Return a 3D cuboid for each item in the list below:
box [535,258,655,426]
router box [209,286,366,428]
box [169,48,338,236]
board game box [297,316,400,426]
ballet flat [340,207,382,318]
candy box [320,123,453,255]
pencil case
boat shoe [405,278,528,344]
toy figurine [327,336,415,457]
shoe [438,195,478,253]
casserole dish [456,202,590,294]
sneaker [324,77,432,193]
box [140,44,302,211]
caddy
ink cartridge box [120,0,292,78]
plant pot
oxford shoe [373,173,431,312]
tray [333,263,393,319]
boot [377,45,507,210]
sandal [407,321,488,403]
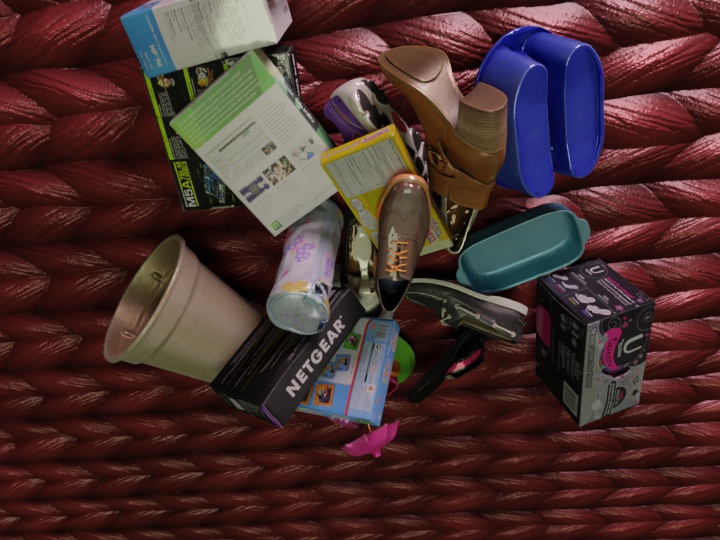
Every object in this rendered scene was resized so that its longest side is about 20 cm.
[{"bbox_3d":[0.350,0.109,0.842,0.113,0.133,0.203,-17,123,-9],"label":"box"},{"bbox_3d":[-0.103,0.109,0.777,0.148,0.201,0.051,1,136,49],"label":"router box"},{"bbox_3d":[-0.120,-0.157,0.705,0.143,0.037,0.200,-31,120,19],"label":"box"},{"bbox_3d":[-0.048,0.143,0.848,0.196,0.154,0.037,3,155,26],"label":"board game box"},{"bbox_3d":[0.000,0.000,0.818,0.066,0.069,0.204,-4,115,2],"label":"ballet flat"},{"bbox_3d":[0.039,-0.088,0.717,0.100,0.027,0.201,-18,134,20],"label":"candy box"},{"bbox_3d":[-0.070,-0.012,0.752,0.082,0.202,0.091,18,132,-12],"label":"pencil case"},{"bbox_3d":[0.155,0.062,0.851,0.196,0.062,0.074,15,166,2],"label":"boat shoe"},{"bbox_3d":[-0.004,0.200,0.890,0.198,0.186,0.150,31,126,-19],"label":"toy figurine"},{"bbox_3d":[0.147,-0.115,0.762,0.068,0.054,0.203,8,124,-3],"label":"shoe"},{"bbox_3d":[0.231,-0.034,0.810,0.197,0.039,0.121,-22,135,17],"label":"casserole dish"},{"bbox_3d":[0.029,-0.162,0.738,0.082,0.081,0.200,-15,127,42],"label":"sneaker"},{"bbox_3d":[-0.167,-0.182,0.736,0.189,0.048,0.203,-3,124,7],"label":"box"},{"bbox_3d":[0.213,-0.190,0.681,0.139,0.105,0.203,-24,122,-11],"label":"caddy"},{"bbox_3d":[-0.147,-0.287,0.622,0.196,0.117,0.069,-11,124,10],"label":"ink cartridge box"},{"bbox_3d":[-0.252,0.079,0.842,0.200,0.203,0.182,-39,126,25],"label":"plant pot"},{"bbox_3d":[0.053,-0.029,0.705,0.070,0.074,0.202,3,136,0],"label":"oxford shoe"},{"bbox_3d":[-0.036,0.042,0.893,0.196,0.022,0.109,13,124,-6],"label":"tray"},{"bbox_3d":[0.092,-0.173,0.682,0.073,0.200,0.156,-32,146,-19],"label":"boot"},{"bbox_3d":[0.161,0.155,0.909,0.200,0.045,0.075,-47,146,7],"label":"sandal"}]
